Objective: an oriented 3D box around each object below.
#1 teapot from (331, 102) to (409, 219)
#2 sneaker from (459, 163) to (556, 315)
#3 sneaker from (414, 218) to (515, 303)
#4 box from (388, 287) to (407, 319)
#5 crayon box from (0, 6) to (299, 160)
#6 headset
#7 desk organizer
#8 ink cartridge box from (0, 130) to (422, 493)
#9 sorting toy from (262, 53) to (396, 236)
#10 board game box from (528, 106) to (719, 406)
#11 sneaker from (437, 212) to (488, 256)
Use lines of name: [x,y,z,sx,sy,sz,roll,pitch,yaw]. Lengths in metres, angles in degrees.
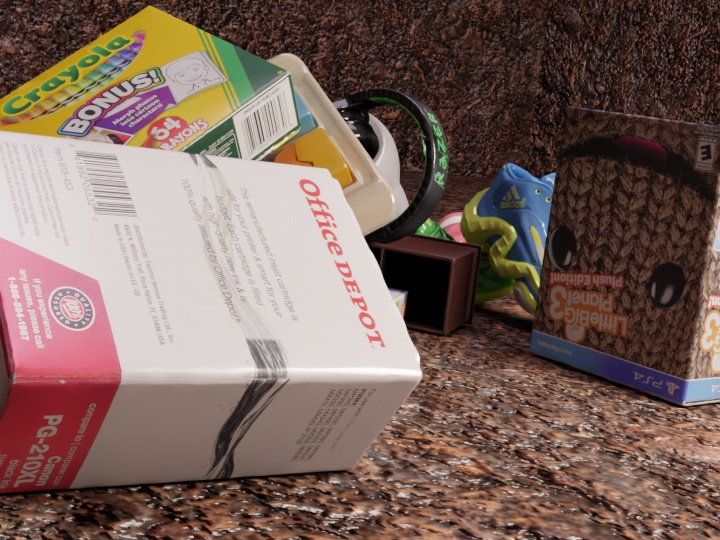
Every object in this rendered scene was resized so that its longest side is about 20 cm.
teapot: [-0.047,-0.086,1.364,0.195,0.147,0.201,-20,46,-14]
sneaker: [0.173,-0.026,1.097,0.075,0.106,0.200,-5,39,-46]
sneaker: [0.069,-0.014,1.168,0.197,0.085,0.074,8,8,-7]
box: [-0.070,0.022,0.951,0.197,0.035,0.110,10,8,12]
crayon box: [-0.175,-0.106,0.898,0.172,0.059,0.200,30,57,34]
headset: [-0.023,-0.078,0.987,0.198,0.125,0.093,-17,-15,35]
desk organizer: [0.000,0.000,1.054,0.197,0.073,0.077,11,11,20]
ink cartridge box: [-0.090,0.019,0.564,0.198,0.085,0.146,3,46,-34]
sorting toy: [-0.092,-0.077,0.931,0.183,0.037,0.201,-27,53,-7]
board game box: [0.232,-0.016,0.928,0.096,0.203,0.159,0,10,-39]
sneaker: [0.184,-0.017,1.427,0.197,0.075,0.087,5,21,5]
